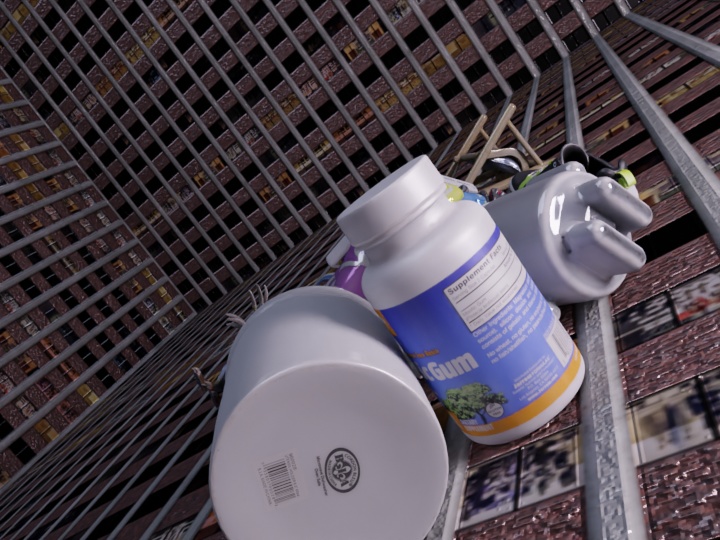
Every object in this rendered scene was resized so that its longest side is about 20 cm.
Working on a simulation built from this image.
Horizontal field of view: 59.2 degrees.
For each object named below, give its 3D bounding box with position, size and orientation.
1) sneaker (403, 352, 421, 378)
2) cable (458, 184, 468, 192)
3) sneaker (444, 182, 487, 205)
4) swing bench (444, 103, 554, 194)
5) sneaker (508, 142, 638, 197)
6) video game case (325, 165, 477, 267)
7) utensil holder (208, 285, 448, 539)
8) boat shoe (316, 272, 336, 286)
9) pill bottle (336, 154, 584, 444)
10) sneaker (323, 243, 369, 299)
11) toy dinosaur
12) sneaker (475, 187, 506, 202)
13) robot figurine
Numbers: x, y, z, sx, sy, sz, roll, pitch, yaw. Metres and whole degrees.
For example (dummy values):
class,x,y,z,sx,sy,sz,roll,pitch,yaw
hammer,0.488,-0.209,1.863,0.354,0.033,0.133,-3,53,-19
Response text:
class,x,y,z,sx,sy,sz,roll,pitch,yaw
sneaker,0.048,0.077,0.657,0.076,0.081,0.200,-20,-21,-29
cable,0.095,-0.051,0.984,0.199,0.051,0.163,-36,-22,3
sneaker,0.091,-0.008,0.727,0.104,0.076,0.201,-3,-47,-24
swing bench,0.206,-0.174,1.131,0.200,0.130,0.199,-42,10,4
sneaker,0.233,-0.104,0.697,0.071,0.083,0.200,-24,24,-15
video game case,0.066,-0.072,0.986,0.181,0.023,0.200,3,-43,-49
utensil holder,-0.028,0.115,0.499,0.169,0.171,0.200,-37,12,0
boat shoe,-0.035,0.047,1.009,0.073,0.072,0.200,-57,13,-27
pill bottle,0.070,0.020,0.478,0.112,0.201,0.112,-35,9,7
sneaker,0.001,0.000,0.839,0.200,0.072,0.115,167,124,-80
toy dinosaur,-0.135,0.112,0.864,0.180,0.202,0.105,-27,17,-25
sneaker,0.133,-0.032,0.904,0.199,0.081,0.075,-32,-18,4
robot figurine,0.166,-0.021,0.590,0.200,0.112,0.171,-19,44,60
